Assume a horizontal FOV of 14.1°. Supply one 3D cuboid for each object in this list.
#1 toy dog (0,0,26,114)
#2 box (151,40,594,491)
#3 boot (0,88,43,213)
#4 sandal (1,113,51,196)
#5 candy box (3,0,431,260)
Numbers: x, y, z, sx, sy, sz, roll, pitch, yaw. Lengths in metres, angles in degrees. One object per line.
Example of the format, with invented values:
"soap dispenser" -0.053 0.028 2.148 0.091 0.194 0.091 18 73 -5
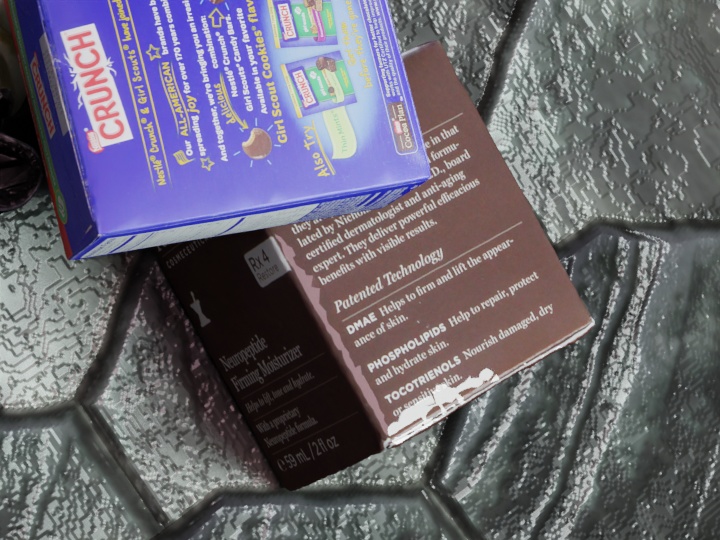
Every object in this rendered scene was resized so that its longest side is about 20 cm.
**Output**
"toy dog" -0.155 -0.216 1.730 0.200 0.194 0.140 -31 82 -19
"box" 0.000 0.000 1.753 0.164 0.166 0.200 -29 89 -26
"boot" -0.276 -0.096 1.651 0.200 0.168 0.076 44 65 -8
"sandal" -0.144 -0.092 1.756 0.200 0.043 0.076 -19 41 -41
"candy box" -0.081 -0.105 1.615 0.200 0.077 0.169 -10 80 -23
